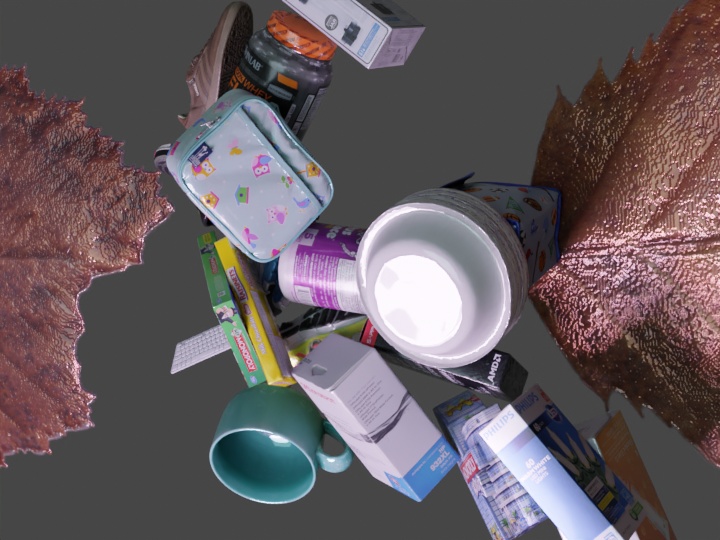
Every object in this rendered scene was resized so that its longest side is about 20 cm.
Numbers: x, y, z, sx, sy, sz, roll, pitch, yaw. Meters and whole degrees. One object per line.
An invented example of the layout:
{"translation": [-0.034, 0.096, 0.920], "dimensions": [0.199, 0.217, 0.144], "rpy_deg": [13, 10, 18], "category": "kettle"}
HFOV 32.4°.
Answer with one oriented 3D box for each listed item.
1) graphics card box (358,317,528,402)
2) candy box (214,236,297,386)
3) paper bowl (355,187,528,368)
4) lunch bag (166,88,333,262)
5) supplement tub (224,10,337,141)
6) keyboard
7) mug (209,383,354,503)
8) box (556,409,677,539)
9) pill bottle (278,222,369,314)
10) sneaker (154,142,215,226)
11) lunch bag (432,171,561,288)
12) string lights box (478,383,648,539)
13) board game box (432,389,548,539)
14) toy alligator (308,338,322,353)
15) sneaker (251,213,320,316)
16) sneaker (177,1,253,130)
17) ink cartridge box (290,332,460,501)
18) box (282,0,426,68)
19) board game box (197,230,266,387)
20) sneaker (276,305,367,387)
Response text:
{"translation": [0.110, 0.114, 1.605], "dimensions": [0.198, 0.125, 0.051], "rpy_deg": [18, 81, 24], "category": "graphics card box"}
{"translation": [-0.137, 0.057, 1.648], "dimensions": [0.026, 0.102, 0.202], "rpy_deg": [-23, 80, 8], "category": "candy box"}
{"translation": [0.085, 0.015, 1.425], "dimensions": [0.199, 0.104, 0.203], "rpy_deg": [12, 116, 25], "category": "paper bowl"}
{"translation": [-0.137, -0.124, 1.576], "dimensions": [0.160, 0.077, 0.200], "rpy_deg": [-43, 119, -2], "category": "lunch bag"}
{"translation": [-0.115, -0.233, 1.648], "dimensions": [0.122, 0.122, 0.201], "rpy_deg": [35, 113, 16], "category": "supplement tub"}
{"translation": [-0.198, 0.096, 1.801], "dimensions": [0.199, 0.057, 0.011], "rpy_deg": [-25, 124, 29], "category": "keyboard"}
{"translation": [-0.112, 0.241, 1.744], "dimensions": [0.184, 0.115, 0.152], "rpy_deg": [27, 129, -11], "category": "mug"}
{"translation": [0.307, 0.296, 1.546], "dimensions": [0.097, 0.124, 0.202], "rpy_deg": [-24, 90, 28], "category": "box"}
{"translation": [0.000, 0.000, 1.641], "dimensions": [0.198, 0.112, 0.114], "rpy_deg": [8, 105, 18], "category": "pill bottle"}
{"translation": [-0.216, -0.111, 1.737], "dimensions": [0.198, 0.074, 0.088], "rpy_deg": [25, 78, 16], "category": "sneaker"}
{"translation": [0.131, -0.050, 1.536], "dimensions": [0.198, 0.170, 0.125], "rpy_deg": [8, 109, 27], "category": "lunch bag"}
{"translation": [0.236, 0.236, 1.442], "dimensions": [0.059, 0.103, 0.200], "rpy_deg": [-45, 79, 26], "category": "string lights box"}
{"translation": [0.164, 0.244, 1.592], "dimensions": [0.061, 0.200, 0.201], "rpy_deg": [-26, 75, -7], "category": "board game box"}
{"translation": [-0.020, 0.171, 1.709], "dimensions": [0.201, 0.059, 0.054], "rpy_deg": [55, 160, -17], "category": "toy alligator"}
{"translation": [-0.123, -0.042, 1.725], "dimensions": [0.086, 0.075, 0.202], "rpy_deg": [33, 109, 32], "category": "sneaker"}
{"translation": [-0.208, -0.281, 1.714], "dimensions": [0.075, 0.070, 0.202], "rpy_deg": [24, 110, 21], "category": "sneaker"}
{"translation": [0.017, 0.188, 1.614], "dimensions": [0.201, 0.084, 0.145], "rpy_deg": [53, 165, -20], "category": "ink cartridge box"}
{"translation": [-0.026, -0.343, 1.584], "dimensions": [0.200, 0.116, 0.060], "rpy_deg": [40, 115, 15], "category": "box"}
{"translation": [-0.176, 0.049, 1.683], "dimensions": [0.029, 0.201, 0.136], "rpy_deg": [-21, 121, -2], "category": "board game box"}
{"translation": [-0.051, 0.100, 1.723], "dimensions": [0.198, 0.078, 0.091], "rpy_deg": [-24, 111, 25], "category": "sneaker"}
